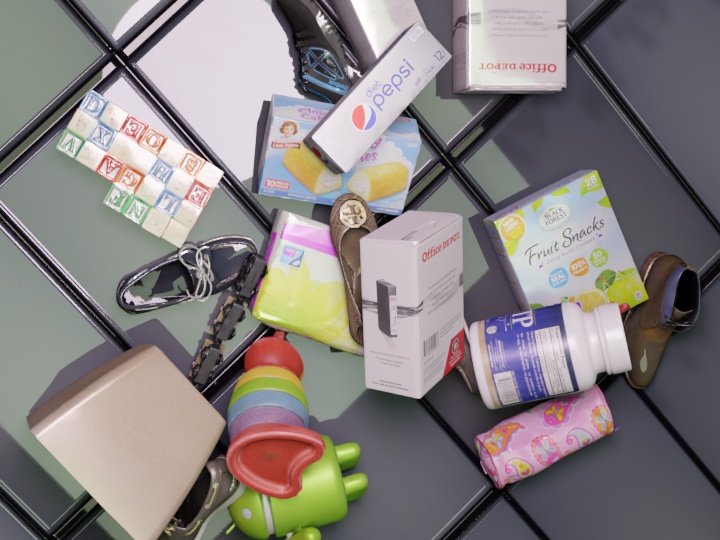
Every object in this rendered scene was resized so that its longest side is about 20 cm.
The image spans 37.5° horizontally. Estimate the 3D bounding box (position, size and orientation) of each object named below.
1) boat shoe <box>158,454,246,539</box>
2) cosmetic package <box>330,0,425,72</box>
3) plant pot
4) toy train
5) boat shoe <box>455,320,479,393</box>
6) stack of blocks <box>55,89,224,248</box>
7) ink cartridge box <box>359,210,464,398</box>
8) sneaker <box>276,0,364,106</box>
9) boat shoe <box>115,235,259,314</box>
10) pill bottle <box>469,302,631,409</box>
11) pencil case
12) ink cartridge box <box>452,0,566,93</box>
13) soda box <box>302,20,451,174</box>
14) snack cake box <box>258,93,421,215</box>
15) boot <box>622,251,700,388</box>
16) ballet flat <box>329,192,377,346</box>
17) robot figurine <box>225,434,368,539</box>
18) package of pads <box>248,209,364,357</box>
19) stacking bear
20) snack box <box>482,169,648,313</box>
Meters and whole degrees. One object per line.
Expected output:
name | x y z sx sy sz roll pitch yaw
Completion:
boat shoe | -0.227 0.310 1.381 0.060 0.073 0.202 12 130 -48
cosmetic package | 0.009 -0.362 1.388 0.084 0.108 0.202 -26 100 -8
plant pot | -0.285 0.203 1.342 0.177 0.199 0.201 -44 101 -16
toy train | -0.177 0.066 1.401 0.034 0.046 0.202 22 105 -23
boat shoe | 0.121 0.081 1.468 0.056 0.067 0.203 -17 103 0
stack of blocks | -0.290 -0.130 1.372 0.199 0.059 0.116 32 88 -12
ink cartridge box | 0.069 0.038 1.352 0.083 0.144 0.203 8 111 28
sneaker | -0.057 -0.282 1.399 0.081 0.073 0.201 -35 98 1
boat shoe | -0.226 0.005 1.394 0.197 0.062 0.076 -16 96 -10
pill bottle | 0.252 0.108 1.409 0.197 0.120 0.121 -13 98 12
pencil case | 0.262 0.232 1.503 0.198 0.087 0.088 -25 99 -9
ink cartridge box | 0.201 -0.342 1.440 0.143 0.085 0.203 -1 93 -11
soda box | 0.019 -0.212 1.311 0.063 0.068 0.200 43 83 -11
snack cake box | -0.030 -0.151 1.395 0.197 0.068 0.116 8 124 -11
boot | 0.427 0.075 1.513 0.074 0.097 0.203 9 93 -12
ballet flat | 0.000 0.000 1.379 0.066 0.046 0.203 -7 95 -12
robot figurine | -0.091 0.290 1.418 0.197 0.116 0.178 -12 70 -8
package of pads | -0.040 0.022 1.430 0.197 0.068 0.157 17 91 -12
stacking bear | -0.114 0.169 1.364 0.112 0.201 0.122 18 127 -18
snack box | 0.288 -0.016 1.493 0.167 0.068 0.202 -27 98 -7
